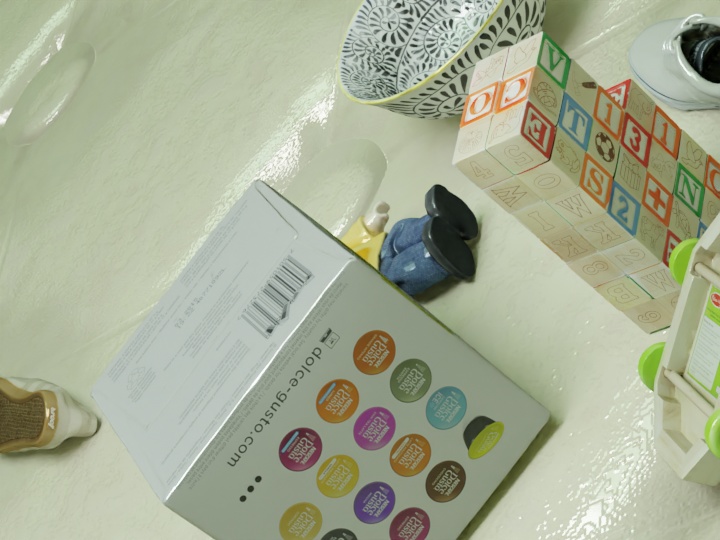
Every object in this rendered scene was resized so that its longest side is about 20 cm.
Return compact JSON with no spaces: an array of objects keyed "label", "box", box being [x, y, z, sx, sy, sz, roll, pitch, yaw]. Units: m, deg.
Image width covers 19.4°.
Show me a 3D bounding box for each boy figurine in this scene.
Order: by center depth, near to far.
[{"label":"boy figurine","box":[0.000,0.000,1.645,0.200,0.064,0.125,-23,42,35]}]

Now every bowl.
[{"label":"bowl","box":[0.084,-0.190,1.709,0.200,0.094,0.201,-35,32,26]}]

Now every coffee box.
[{"label":"coffee box","box":[-0.031,0.093,1.445,0.200,0.198,0.200,-52,28,0]}]

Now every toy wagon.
[{"label":"toy wagon","box":[0.219,0.023,1.248,0.155,0.039,0.201,-123,47,-75]}]

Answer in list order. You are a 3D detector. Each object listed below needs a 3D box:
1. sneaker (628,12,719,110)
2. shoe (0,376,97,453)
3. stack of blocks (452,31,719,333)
[{"label":"sneaker","box":[0.243,-0.152,1.472,0.073,0.071,0.200,-53,30,-5]},{"label":"shoe","box":[-0.301,0.134,1.927,0.200,0.053,0.070,3,91,59]},{"label":"stack of blocks","box":[0.154,-0.065,1.365,0.058,0.200,0.115,-23,41,40]}]
